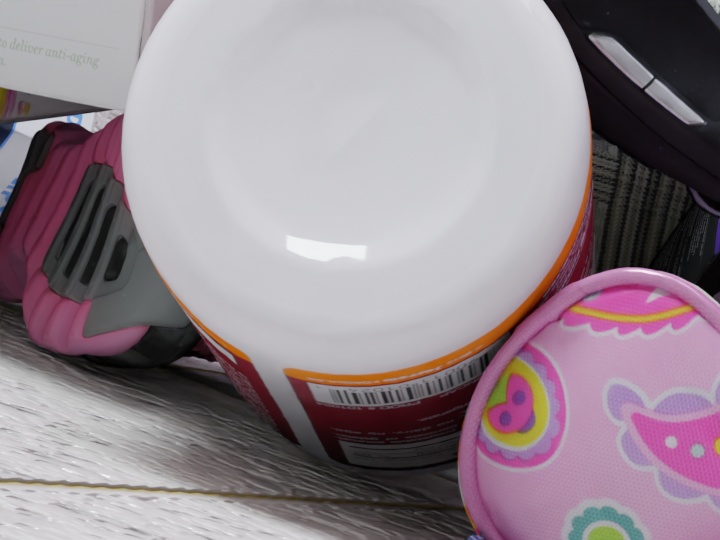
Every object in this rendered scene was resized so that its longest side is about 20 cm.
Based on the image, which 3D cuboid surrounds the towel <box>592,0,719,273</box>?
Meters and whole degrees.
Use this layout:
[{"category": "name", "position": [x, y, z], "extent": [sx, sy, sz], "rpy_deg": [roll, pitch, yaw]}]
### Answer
[{"category": "towel", "position": [0.142, -0.021, 0.831], "extent": [0.191, 0.035, 0.200], "rpy_deg": [15, -31, 8]}]

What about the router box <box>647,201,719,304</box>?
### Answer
[{"category": "router box", "position": [0.184, 0.043, 0.821], "extent": [0.199, 0.052, 0.157], "rpy_deg": [22, -31, -4]}]

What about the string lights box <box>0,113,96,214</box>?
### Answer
[{"category": "string lights box", "position": [-0.215, -0.084, 1.055], "extent": [0.199, 0.059, 0.103], "rpy_deg": [22, -31, -21]}]

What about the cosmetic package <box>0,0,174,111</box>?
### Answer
[{"category": "cosmetic package", "position": [-0.040, -0.097, 0.778], "extent": [0.107, 0.086, 0.199], "rpy_deg": [14, 13, 35]}]

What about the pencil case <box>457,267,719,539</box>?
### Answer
[{"category": "pencil case", "position": [0.091, 0.049, 0.672], "extent": [0.087, 0.088, 0.200], "rpy_deg": [19, 3, 20]}]

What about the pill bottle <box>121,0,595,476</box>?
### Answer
[{"category": "pill bottle", "position": [0.007, -0.008, 0.690], "extent": [0.112, 0.114, 0.200], "rpy_deg": [18, -12, 9]}]

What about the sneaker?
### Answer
[{"category": "sneaker", "position": [-0.063, 0.000, 0.842], "extent": [0.095, 0.079, 0.200], "rpy_deg": [29, 0, -17]}]

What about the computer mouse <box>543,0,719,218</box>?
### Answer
[{"category": "computer mouse", "position": [0.090, -0.032, 0.658], "extent": [0.200, 0.046, 0.140], "rpy_deg": [49, 6, -11]}]

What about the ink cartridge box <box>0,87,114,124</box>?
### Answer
[{"category": "ink cartridge box", "position": [-0.161, -0.085, 0.830], "extent": [0.147, 0.086, 0.199], "rpy_deg": [-1, 8, 35]}]
